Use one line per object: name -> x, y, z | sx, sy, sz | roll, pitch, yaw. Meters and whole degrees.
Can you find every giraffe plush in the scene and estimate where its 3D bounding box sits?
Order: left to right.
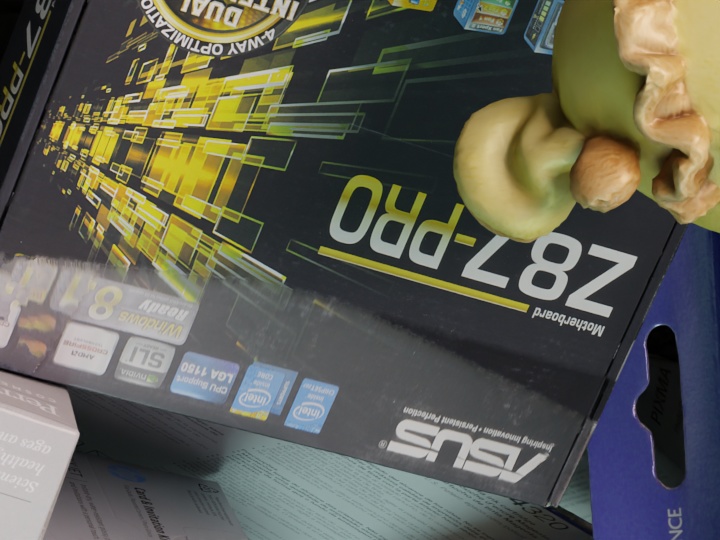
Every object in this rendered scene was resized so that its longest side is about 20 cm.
giraffe plush -> 0.102, -0.078, 0.701 | 0.200, 0.162, 0.173 | 18, 150, -27

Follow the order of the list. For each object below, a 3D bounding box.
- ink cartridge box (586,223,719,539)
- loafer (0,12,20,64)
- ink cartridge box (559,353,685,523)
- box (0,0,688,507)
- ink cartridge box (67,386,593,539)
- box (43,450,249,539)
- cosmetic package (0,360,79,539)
ink cartridge box -> 0.160, 0.033, 0.877 | 0.200, 0.198, 0.047 | -5, 173, 14
loafer -> -0.077, -0.045, 0.904 | 0.200, 0.073, 0.071 | 9, 175, 5
ink cartridge box -> 0.041, 0.056, 1.123 | 0.160, 0.047, 0.200 | -20, 128, 38
box -> -0.004, -0.032, 0.831 | 0.200, 0.049, 0.161 | 17, 108, -25
ink cartridge box -> -0.038, 0.046, 1.024 | 0.196, 0.043, 0.200 | 33, 152, -27
box -> -0.128, 0.091, 0.949 | 0.200, 0.041, 0.156 | 14, -166, -19
cosmetic package -> -0.150, 0.036, 0.864 | 0.107, 0.090, 0.200 | 18, -170, -18
